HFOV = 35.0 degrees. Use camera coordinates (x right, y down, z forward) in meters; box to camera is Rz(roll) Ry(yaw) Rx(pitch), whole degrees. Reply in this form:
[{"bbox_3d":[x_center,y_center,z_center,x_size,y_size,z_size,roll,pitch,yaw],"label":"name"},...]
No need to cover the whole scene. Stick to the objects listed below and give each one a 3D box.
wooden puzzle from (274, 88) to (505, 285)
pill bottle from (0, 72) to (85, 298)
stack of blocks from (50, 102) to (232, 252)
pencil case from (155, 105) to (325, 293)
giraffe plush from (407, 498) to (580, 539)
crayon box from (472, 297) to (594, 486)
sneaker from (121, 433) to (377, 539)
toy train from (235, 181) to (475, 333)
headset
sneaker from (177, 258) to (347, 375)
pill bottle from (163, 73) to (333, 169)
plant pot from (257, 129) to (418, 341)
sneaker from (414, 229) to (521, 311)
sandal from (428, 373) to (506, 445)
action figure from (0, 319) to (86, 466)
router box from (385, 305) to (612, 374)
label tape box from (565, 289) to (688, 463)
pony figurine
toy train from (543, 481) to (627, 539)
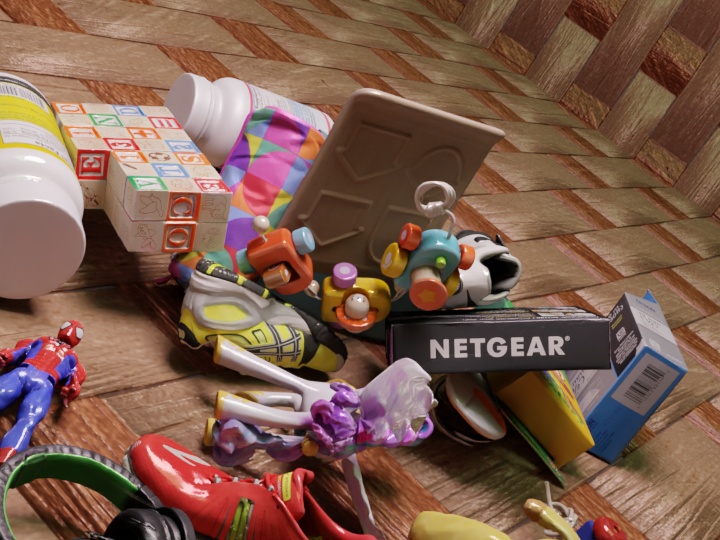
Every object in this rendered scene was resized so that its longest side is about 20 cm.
[{"bbox_3d":[0.015,-0.076,1.059,0.185,0.200,0.046,10,35,-42],"label":"wooden puzzle"},{"bbox_3d":[-0.297,-0.073,0.957,0.114,0.114,0.200,16,27,-35],"label":"pill bottle"},{"bbox_3d":[-0.205,-0.087,1.031,0.115,0.059,0.200,-2,29,-28],"label":"stack of blocks"},{"bbox_3d":[-0.108,-0.057,1.072,0.088,0.200,0.088,28,-7,3],"label":"pencil case"},{"bbox_3d":[0.099,0.267,0.761,0.172,0.200,0.162,40,53,-14],"label":"giraffe plush"},{"bbox_3d":[0.184,0.123,1.226,0.127,0.051,0.200,48,15,-25],"label":"crayon box"},{"bbox_3d":[-0.071,0.165,0.802,0.200,0.085,0.077,33,21,0],"label":"sneaker"},{"bbox_3d":[0.000,0.000,0.997,0.056,0.199,0.150,-93,161,-43],"label":"toy train"},{"bbox_3d":[-0.137,0.175,0.679,0.200,0.094,0.123,45,25,15],"label":"headset"},{"bbox_3d":[-0.091,0.057,1.030,0.075,0.077,0.200,25,-5,46],"label":"sneaker"},{"bbox_3d":[-0.134,-0.167,1.382,0.200,0.109,0.109,15,27,-35],"label":"pill bottle"},{"bbox_3d":[-0.001,-0.019,1.218,0.200,0.141,0.141,32,20,-24],"label":"plant pot"},{"bbox_3d":[0.124,0.003,1.145,0.088,0.074,0.200,-2,12,21],"label":"sneaker"},{"bbox_3d":[0.100,0.138,1.135,0.079,0.059,0.207,53,8,4],"label":"sandal"},{"bbox_3d":[-0.235,0.084,0.807,0.065,0.052,0.200,25,21,-5],"label":"action figure"},{"bbox_3d":[0.124,0.065,1.087,0.199,0.051,0.149,-2,2,0],"label":"router box"},{"bbox_3d":[0.296,0.107,1.336,0.066,0.143,0.200,28,22,-12],"label":"label tape box"},{"bbox_3d":[-0.020,0.124,0.905,0.199,0.167,0.193,11,19,-11],"label":"pony figurine"},{"bbox_3d":[0.220,0.269,0.992,0.116,0.085,0.200,37,20,-17],"label":"toy train"}]
